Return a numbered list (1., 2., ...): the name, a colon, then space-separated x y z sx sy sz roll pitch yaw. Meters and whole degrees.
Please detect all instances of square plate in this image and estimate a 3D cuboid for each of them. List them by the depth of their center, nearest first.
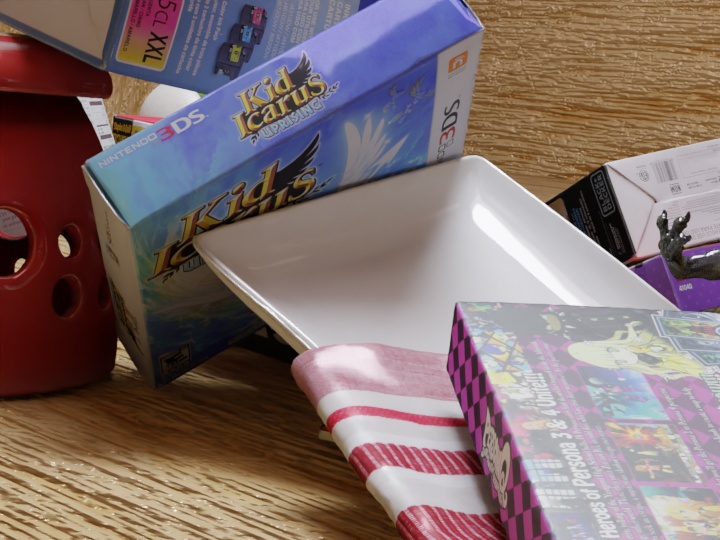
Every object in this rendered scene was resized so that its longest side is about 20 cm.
1. square plate: 0.053 0.026 0.774 0.199 0.029 0.198 -18 47 -41

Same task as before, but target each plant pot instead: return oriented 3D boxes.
1. plant pot: -0.226 -0.038 0.900 0.198 0.184 0.200 4 4 0

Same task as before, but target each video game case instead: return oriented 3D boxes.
1. video game case: 0.133 0.068 0.581 0.179 0.036 0.200 4 22 -9
2. video game case: -0.036 -0.039 0.841 0.199 0.046 0.182 -31 -23 -17

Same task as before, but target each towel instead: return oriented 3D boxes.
1. towel: 0.069 0.075 0.620 0.143 0.023 0.200 2 21 -21

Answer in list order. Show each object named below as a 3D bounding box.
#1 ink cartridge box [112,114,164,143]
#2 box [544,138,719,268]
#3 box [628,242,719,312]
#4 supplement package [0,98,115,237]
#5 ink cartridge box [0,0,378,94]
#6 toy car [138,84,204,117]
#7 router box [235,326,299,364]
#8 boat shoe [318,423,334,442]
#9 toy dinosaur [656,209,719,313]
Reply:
1. ink cartridge box: -0.116 -0.060 1.176 0.083 0.177 0.200 2 6 -23
2. box: 0.156 -0.016 1.069 0.116 0.061 0.200 -13 -11 -30
3. box: 0.205 0.015 1.032 0.199 0.039 0.136 -10 -12 -41
4. supplement package: -0.265 -0.060 1.089 0.198 0.112 0.156 -16 6 2
5. ink cartridge box: -0.079 -0.136 0.877 0.199 0.077 0.136 7 15 -43
6. toy car: -0.073 -0.082 1.344 0.174 0.202 0.149 -22 27 -33
7. router box: 0.000 0.000 0.985 0.199 0.051 0.149 15 38 39
8. boat shoe: 0.054 0.053 0.822 0.071 0.063 0.199 13 12 42
9. toy dinosaur: 0.194 0.003 0.819 0.199 0.088 0.048 -26 32 16
